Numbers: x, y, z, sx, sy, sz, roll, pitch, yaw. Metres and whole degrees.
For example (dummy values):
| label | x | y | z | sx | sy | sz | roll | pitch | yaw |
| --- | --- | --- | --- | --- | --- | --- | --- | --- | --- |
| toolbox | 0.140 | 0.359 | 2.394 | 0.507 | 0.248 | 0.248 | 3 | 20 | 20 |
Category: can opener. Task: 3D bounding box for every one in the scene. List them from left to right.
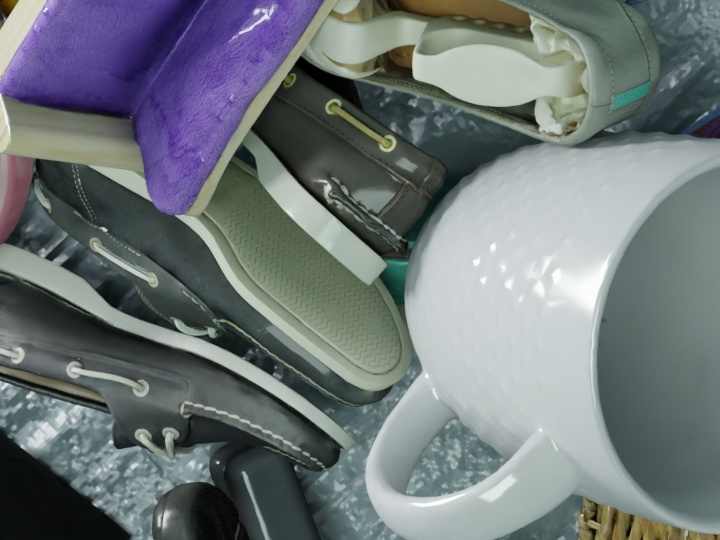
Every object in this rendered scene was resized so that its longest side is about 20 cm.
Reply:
| label | x | y | z | sx | sy | sz | roll | pitch | yaw |
| --- | --- | --- | --- | --- | --- | --- | --- | --- | --- |
| can opener | -0.005 | 0.167 | 1.401 | 0.067 | 0.053 | 0.201 | -23 | 100 | -15 |

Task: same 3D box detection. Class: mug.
| label | x | y | z | sx | sy | sz | roll | pitch | yaw |
| --- | --- | --- | --- | --- | --- | --- | --- | --- | --- |
| mug | 0.083 | 0.034 | 1.184 | 0.200 | 0.175 | 0.148 | -45 | 117 | -18 |

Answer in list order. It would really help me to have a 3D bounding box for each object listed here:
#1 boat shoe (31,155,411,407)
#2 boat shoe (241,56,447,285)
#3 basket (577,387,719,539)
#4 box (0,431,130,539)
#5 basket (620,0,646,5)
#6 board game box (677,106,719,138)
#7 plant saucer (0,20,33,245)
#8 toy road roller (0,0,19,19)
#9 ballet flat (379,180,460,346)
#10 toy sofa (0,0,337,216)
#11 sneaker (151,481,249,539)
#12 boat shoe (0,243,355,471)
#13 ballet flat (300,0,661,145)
| label | x | y | z | sx | sy | sz | roll | pitch | yaw |
| --- | --- | --- | --- | --- | --- | --- | --- | --- | --- |
| boat shoe | -0.062 | -0.004 | 1.297 | 0.200 | 0.072 | 0.068 | 38 | 128 | 15 |
| boat shoe | -0.025 | -0.069 | 1.280 | 0.061 | 0.201 | 0.072 | -46 | 132 | 6 |
| basket | 0.191 | 0.133 | 1.316 | 0.142 | 0.148 | 0.201 | 25 | 125 | 47 |
| box | -0.218 | 0.151 | 1.355 | 0.148 | 0.200 | 0.124 | 40 | 108 | 0 |
| basket | 0.077 | -0.188 | 1.230 | 0.199 | 0.139 | 0.177 | -16 | 101 | 13 |
| board game box | 0.215 | -0.013 | 1.299 | 0.200 | 0.039 | 0.158 | -33 | 96 | 19 |
| plant saucer | -0.234 | -0.081 | 1.329 | 0.200 | 0.051 | 0.201 | 22 | 130 | 29 |
| toy road roller | -0.130 | -0.182 | 1.252 | 0.123 | 0.200 | 0.147 | -30 | 105 | -13 |
| ballet flat | 0.000 | 0.000 | 1.343 | 0.199 | 0.067 | 0.071 | -2 | 119 | 16 |
| toy sofa | -0.073 | -0.117 | 1.197 | 0.200 | 0.082 | 0.098 | -52 | 46 | 37 |
| sneaker | -0.102 | 0.178 | 1.368 | 0.115 | 0.076 | 0.201 | -1 | 132 | 11 |
| boat shoe | -0.099 | 0.053 | 1.354 | 0.199 | 0.074 | 0.061 | 25 | 77 | 13 |
| ballet flat | 0.023 | -0.098 | 1.191 | 0.199 | 0.064 | 0.068 | 17 | 121 | 28 |
